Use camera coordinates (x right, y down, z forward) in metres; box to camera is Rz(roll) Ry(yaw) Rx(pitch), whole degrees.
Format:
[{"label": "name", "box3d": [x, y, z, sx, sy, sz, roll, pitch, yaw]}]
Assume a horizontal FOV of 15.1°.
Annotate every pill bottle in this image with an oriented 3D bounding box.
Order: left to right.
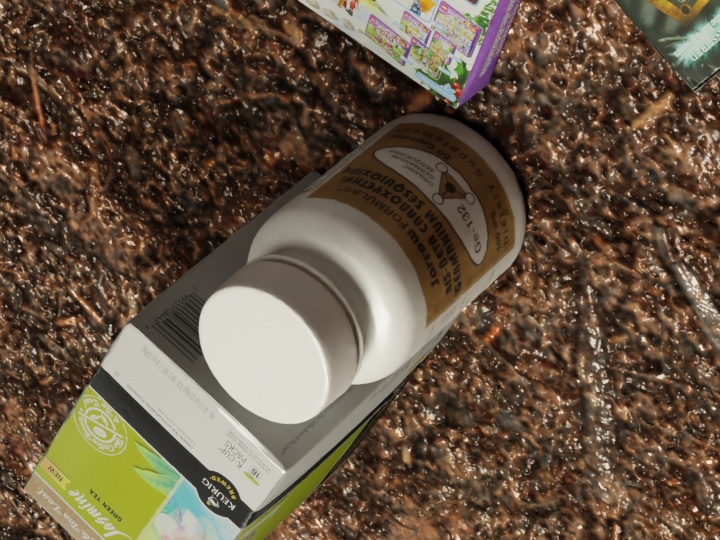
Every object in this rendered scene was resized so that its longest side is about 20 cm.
[{"label": "pill bottle", "box3d": [0.000, 0.000, 1.569, 0.114, 0.200, 0.114, 20, 129, 27]}]

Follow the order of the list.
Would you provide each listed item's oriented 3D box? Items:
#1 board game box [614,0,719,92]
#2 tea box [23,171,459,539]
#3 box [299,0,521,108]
[{"label": "board game box", "box3d": [0.194, -0.195, 1.404, 0.135, 0.028, 0.200, 49, 136, 0]}, {"label": "tea box", "box3d": [-0.073, 0.080, 1.682, 0.134, 0.200, 0.197, 42, 135, 7]}, {"label": "box", "box3d": [0.005, -0.201, 1.545, 0.200, 0.039, 0.137, 36, 135, 15]}]
